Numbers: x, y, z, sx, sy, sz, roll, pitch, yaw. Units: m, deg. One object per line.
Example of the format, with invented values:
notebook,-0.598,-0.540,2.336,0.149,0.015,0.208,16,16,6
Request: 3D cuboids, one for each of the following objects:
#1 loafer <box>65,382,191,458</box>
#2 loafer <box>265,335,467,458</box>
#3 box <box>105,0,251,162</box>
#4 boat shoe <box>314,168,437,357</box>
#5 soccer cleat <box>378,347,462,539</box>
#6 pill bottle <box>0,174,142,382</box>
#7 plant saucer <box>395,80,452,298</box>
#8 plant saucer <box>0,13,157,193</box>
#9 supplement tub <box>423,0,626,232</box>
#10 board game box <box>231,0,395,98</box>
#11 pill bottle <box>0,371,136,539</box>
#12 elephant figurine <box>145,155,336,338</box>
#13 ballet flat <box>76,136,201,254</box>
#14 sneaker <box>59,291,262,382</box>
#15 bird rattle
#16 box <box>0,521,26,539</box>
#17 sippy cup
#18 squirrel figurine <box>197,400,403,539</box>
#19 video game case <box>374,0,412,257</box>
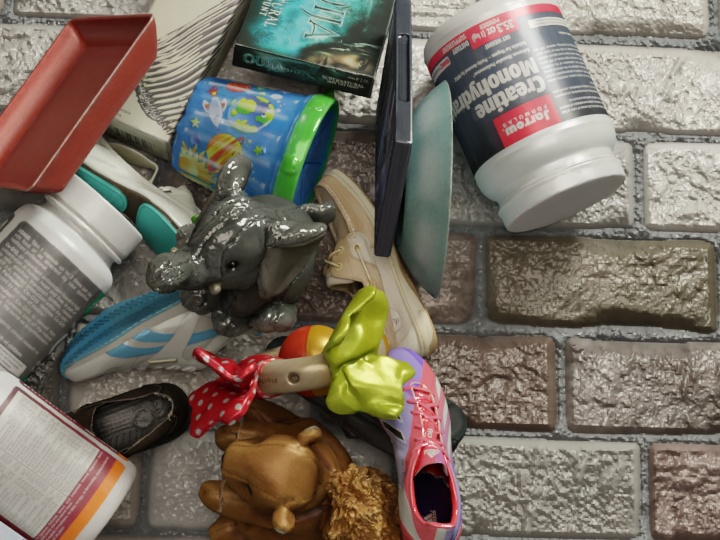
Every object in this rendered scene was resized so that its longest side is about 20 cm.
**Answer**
loafer,-0.251,0.152,1.670,0.200,0.071,0.073,-28,79,-9
loafer,-0.004,0.129,1.689,0.200,0.072,0.073,28,36,8
box,-0.176,-0.213,1.768,0.082,0.068,0.200,22,76,4
boat shoe,0.000,0.000,1.720,0.069,0.074,0.200,-26,79,-15
soccer cleat,0.055,0.152,1.593,0.067,0.076,0.200,-1,63,-12
pill bottle,-0.302,0.012,1.676,0.113,0.113,0.200,41,83,7
plant saucer,0.056,-0.075,1.676,0.039,0.201,0.201,3,76,-3
plant saucer,-0.277,-0.150,1.704,0.037,0.200,0.200,40,75,-29
supplement tub,0.156,-0.152,1.732,0.140,0.140,0.200,-21,78,-8
board game box,-0.036,-0.248,1.753,0.135,0.028,0.200,13,43,0
pill bottle,-0.303,0.157,1.581,0.200,0.110,0.110,37,77,-7
elephant figurine,-0.098,-0.023,1.553,0.141,0.200,0.155,4,71,1
ballet flat,-0.201,-0.070,1.738,0.200,0.069,0.069,37,77,7
sneaker,-0.184,0.063,1.693,0.200,0.077,0.081,-24,116,7
bird rattle,-0.050,0.090,1.580,0.200,0.163,0.113,-18,91,15
box,-0.375,0.244,1.584,0.200,0.184,0.105,33,75,6
sippy cup,-0.103,-0.118,1.717,0.130,0.140,0.178,19,33,7
squirrel figurine,-0.042,0.193,1.611,0.200,0.187,0.142,22,76,3
video game case,0.030,-0.132,1.675,0.019,0.143,0.200,5,46,-5
